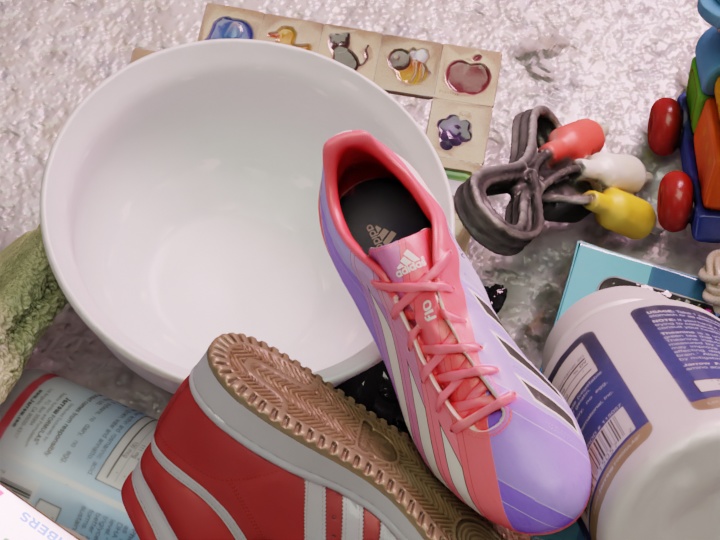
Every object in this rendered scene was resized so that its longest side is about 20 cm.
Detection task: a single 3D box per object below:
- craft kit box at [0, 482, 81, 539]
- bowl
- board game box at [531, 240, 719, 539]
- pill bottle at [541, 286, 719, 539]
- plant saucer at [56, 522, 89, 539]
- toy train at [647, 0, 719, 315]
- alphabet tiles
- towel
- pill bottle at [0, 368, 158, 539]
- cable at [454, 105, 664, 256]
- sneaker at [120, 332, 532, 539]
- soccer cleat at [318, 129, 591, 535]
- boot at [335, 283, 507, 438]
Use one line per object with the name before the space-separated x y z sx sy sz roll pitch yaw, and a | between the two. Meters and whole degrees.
craft kit box | -0.162 0.182 0.843 0.197 0.200 0.049 33 43 -3
bowl | -0.059 -0.009 0.945 0.201 0.090 0.201 5 59 -8
board game box | 0.159 0.099 1.012 0.151 0.047 0.200 17 64 6
pill bottle | 0.143 0.080 0.886 0.111 0.111 0.200 -6 20 -5
plant saucer | -0.155 0.167 0.896 0.200 0.200 0.050 23 46 9
toy train | 0.208 -0.065 1.025 0.085 0.116 0.200 3 40 1
alphabet tiles | -0.035 -0.057 1.023 0.200 0.008 0.167 10 72 4
towel | -0.199 0.048 0.949 0.036 0.148 0.200 44 36 -15
pill bottle | -0.100 0.134 0.952 0.200 0.109 0.109 24 66 9
cable | 0.101 -0.055 1.025 0.050 0.200 0.097 -36 76 23
sneaker | -0.013 0.125 0.851 0.200 0.113 0.071 37 25 -4
soccer cleat | 0.035 0.026 0.834 0.067 0.076 0.200 -28 61 0
boot | 0.000 -0.001 1.042 0.162 0.073 0.198 21 72 11
